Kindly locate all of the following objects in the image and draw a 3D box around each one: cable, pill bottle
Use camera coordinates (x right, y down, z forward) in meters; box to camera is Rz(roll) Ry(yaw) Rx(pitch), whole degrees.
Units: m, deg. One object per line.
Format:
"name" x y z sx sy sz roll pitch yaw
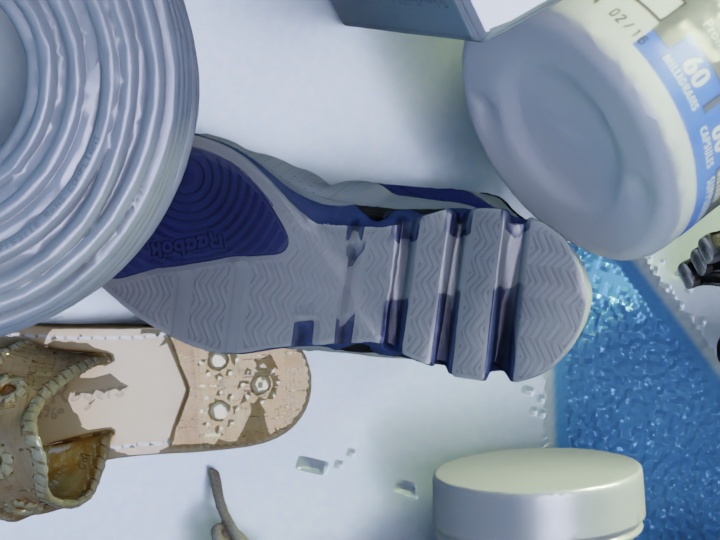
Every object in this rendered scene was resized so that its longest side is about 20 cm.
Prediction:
"cable" -0.160 -0.072 0.941 0.200 0.069 0.200 3 90 1
"pill bottle" 0.146 -0.100 0.991 0.200 0.114 0.114 -36 105 -27
"pill bottle" 0.076 0.177 1.029 0.112 0.112 0.200 -5 99 -14

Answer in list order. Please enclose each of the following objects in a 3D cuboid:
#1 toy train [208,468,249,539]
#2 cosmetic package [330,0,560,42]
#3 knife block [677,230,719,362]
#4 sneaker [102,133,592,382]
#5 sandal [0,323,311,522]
"toy train" -0.021 0.187 1.021 0.085 0.200 0.116 -15 140 -16
"cosmetic package" 0.022 -0.198 0.923 0.123 0.199 0.200 -28 103 -9
"knife block" 0.240 0.012 1.073 0.200 0.175 0.064 32 48 -53
"sneaker" 0.001 0.000 1.008 0.199 0.115 0.081 13 92 14
"sandal" -0.118 0.058 0.987 0.211 0.070 0.078 -10 99 -13
